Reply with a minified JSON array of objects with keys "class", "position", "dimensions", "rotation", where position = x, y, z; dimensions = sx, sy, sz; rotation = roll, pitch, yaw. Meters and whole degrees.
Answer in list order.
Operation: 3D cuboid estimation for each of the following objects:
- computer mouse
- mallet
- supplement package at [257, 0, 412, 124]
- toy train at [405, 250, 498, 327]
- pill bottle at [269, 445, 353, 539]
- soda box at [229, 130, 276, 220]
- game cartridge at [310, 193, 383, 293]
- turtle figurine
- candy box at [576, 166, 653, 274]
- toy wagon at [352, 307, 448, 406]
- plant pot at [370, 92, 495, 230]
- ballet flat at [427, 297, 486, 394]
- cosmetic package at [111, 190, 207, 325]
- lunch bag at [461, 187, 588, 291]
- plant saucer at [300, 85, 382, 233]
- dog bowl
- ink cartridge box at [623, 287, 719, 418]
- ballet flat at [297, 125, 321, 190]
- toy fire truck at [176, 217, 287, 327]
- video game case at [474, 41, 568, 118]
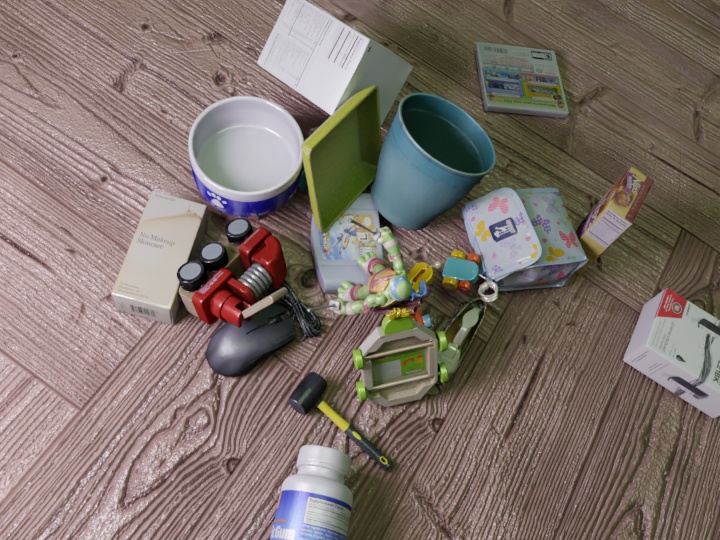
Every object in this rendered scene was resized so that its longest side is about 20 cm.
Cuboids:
[{"class":"computer mouse","position":[-0.171,0.095,1.137],"dimensions":[0.199,0.053,0.139],"rotation":[-36,77,-25]},{"class":"mallet","position":[-0.034,0.258,1.100],"dimensions":[0.066,0.041,0.200],"rotation":[-38,81,-27]},{"class":"supplement package","position":[-0.045,-0.386,1.281],"dimensions":[0.199,0.149,0.190],"rotation":[38,17,23]},{"class":"toy train","position":[0.142,0.051,1.214],"dimensions":[0.197,0.056,0.152],"rotation":[-23,58,1]},{"class":"pill bottle","position":[-0.071,0.367,0.992],"dimensions":[0.110,0.112,0.203],"rotation":[14,61,-5]},{"class":"soda box","position":[-0.189,-0.199,1.267],"dimensions":[0.062,0.069,0.203],"rotation":[16,63,-3]},{"class":"game cartridge","position":[-0.026,-0.055,1.254],"dimensions":[0.130,0.042,0.204],"rotation":[2,64,-16]},{"class":"turtle figurine","position":[0.000,0.000,1.105],"dimensions":[0.196,0.194,0.147],"rotation":[3,88,-14]},{"class":"candy box","position":[0.462,-0.090,1.286],"dimensions":[0.056,0.201,0.117],"rotation":[35,61,6]},{"class":"toy wagon","position":[0.064,0.134,1.091],"dimensions":[0.152,0.203,0.040],"rotation":[-11,35,-8]},{"class":"plant pot","position":[0.115,-0.185,1.247],"dimensions":[0.197,0.189,0.203],"rotation":[17,46,-19]},{"class":"ballet flat","position":[0.164,0.122,1.186],"dimensions":[0.067,0.075,0.201],"rotation":[35,62,2]},{"class":"cosmetic package","position":[-0.335,-0.022,1.147],"dimensions":[0.102,0.073,0.203],"rotation":[14,63,-5]},{"class":"lunch bag","position":[0.299,-0.059,1.272],"dimensions":[0.196,0.128,0.172],"rotation":[-4,61,-19]},{"class":"plant saucer","position":[-0.037,-0.201,1.204],"dimensions":[0.047,0.201,0.201],"rotation":[27,59,23]},{"class":"dog bowl","position":[-0.197,-0.198,1.182],"dimensions":[0.196,0.079,0.204],"rotation":[4,64,-8]},{"class":"ink cartridge box","position":[0.616,0.154,1.267],"dimensions":[0.198,0.084,0.145],"rotation":[33,61,4]},{"class":"ballet flat","position":[-0.087,-0.236,1.321],"dimensions":[0.072,0.068,0.201],"rotation":[28,64,24]},{"class":"toy fire truck","position":[-0.174,0.016,1.094],"dimensions":[0.198,0.130,0.176],"rotation":[27,56,26]},{"class":"video game case","position":[0.362,-0.430,1.534],"dimensions":[0.196,0.022,0.185],"rotation":[3,64,-12]}]
